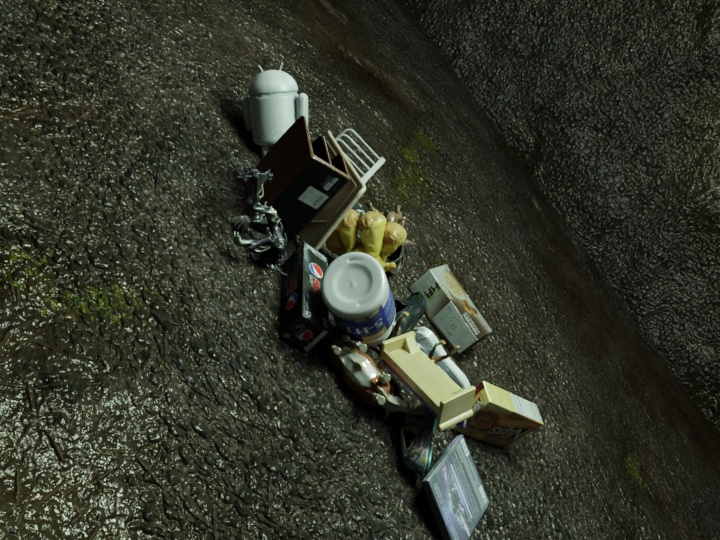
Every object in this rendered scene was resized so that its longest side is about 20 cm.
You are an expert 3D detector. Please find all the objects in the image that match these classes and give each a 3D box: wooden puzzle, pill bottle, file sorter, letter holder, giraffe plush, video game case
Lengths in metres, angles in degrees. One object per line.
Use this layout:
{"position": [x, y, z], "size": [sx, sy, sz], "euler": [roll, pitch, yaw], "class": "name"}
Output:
{"position": [-0.078, -0.155, 1.426], "size": [0.037, 0.186, 0.202], "euler": [18, 32, -44], "class": "wooden puzzle"}
{"position": [0.004, 0.063, 1.289], "size": [0.201, 0.117, 0.122], "euler": [66, -1, -62], "class": "pill bottle"}
{"position": [-0.050, -0.226, 1.631], "size": [0.124, 0.139, 0.201], "euler": [43, 28, -5], "class": "file sorter"}
{"position": [-0.131, -0.182, 1.390], "size": [0.099, 0.199, 0.145], "euler": [24, 36, -38], "class": "letter holder"}
{"position": [0.000, 0.000, 1.437], "size": [0.167, 0.203, 0.165], "euler": [8, 51, 4], "class": "giraffe plush"}
{"position": [0.179, 0.410, 1.291], "size": [0.199, 0.019, 0.146], "euler": [-23, 92, -61], "class": "video game case"}

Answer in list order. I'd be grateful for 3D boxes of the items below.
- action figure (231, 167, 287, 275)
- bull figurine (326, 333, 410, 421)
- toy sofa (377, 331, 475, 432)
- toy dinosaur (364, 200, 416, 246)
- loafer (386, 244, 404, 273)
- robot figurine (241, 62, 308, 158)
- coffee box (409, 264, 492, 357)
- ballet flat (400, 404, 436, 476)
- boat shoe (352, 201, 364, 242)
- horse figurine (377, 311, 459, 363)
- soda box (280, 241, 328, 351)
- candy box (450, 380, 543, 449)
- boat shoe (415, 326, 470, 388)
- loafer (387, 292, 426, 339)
{"position": [-0.190, -0.083, 1.293], "size": [0.119, 0.099, 0.206], "euler": [-133, -147, -68], "class": "action figure"}
{"position": [0.012, 0.194, 1.270], "size": [0.200, 0.065, 0.122], "euler": [43, -16, 3], "class": "bull figurine"}
{"position": [0.118, 0.213, 1.304], "size": [0.081, 0.100, 0.200], "euler": [-14, 38, -31], "class": "toy sofa"}
{"position": [0.070, -0.089, 1.708], "size": [0.201, 0.084, 0.138], "euler": [51, 31, -45], "class": "toy dinosaur"}
{"position": [0.065, -0.035, 1.584], "size": [0.070, 0.075, 0.200], "euler": [13, -9, 23], "class": "loafer"}
{"position": [-0.187, -0.348, 1.541], "size": [0.113, 0.165, 0.206], "euler": [-38, 125, -65], "class": "robot figurine"}
{"position": [0.219, 0.095, 1.701], "size": [0.203, 0.079, 0.113], "euler": [57, 29, 13], "class": "coffee box"}
{"position": [0.112, 0.298, 1.321], "size": [0.072, 0.072, 0.201], "euler": [44, 29, -10], "class": "ballet flat"}
{"position": [-0.005, -0.106, 1.630], "size": [0.071, 0.067, 0.202], "euler": [38, 28, -21], "class": "boat shoe"}
{"position": [0.106, 0.169, 1.426], "size": [0.197, 0.134, 0.050], "euler": [31, 28, -9], "class": "horse figurine"}
{"position": [-0.102, 0.046, 1.296], "size": [0.063, 0.071, 0.203], "euler": [32, 33, -27], "class": "soda box"}
{"position": [0.288, 0.313, 1.504], "size": [0.197, 0.115, 0.056], "euler": [26, 36, -37], "class": "candy box"}
{"position": [0.166, 0.218, 1.498], "size": [0.068, 0.071, 0.202], "euler": [-46, 112, -29], "class": "boat shoe"}
{"position": [0.093, 0.091, 1.533], "size": [0.071, 0.067, 0.201], "euler": [55, 31, -8], "class": "loafer"}
